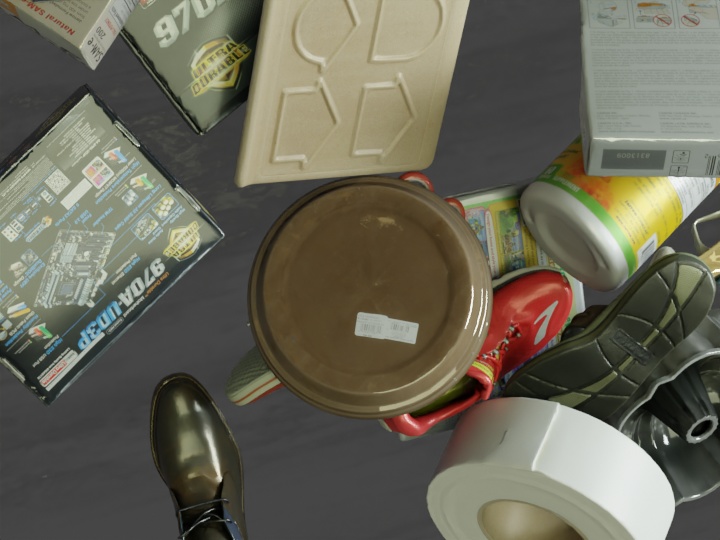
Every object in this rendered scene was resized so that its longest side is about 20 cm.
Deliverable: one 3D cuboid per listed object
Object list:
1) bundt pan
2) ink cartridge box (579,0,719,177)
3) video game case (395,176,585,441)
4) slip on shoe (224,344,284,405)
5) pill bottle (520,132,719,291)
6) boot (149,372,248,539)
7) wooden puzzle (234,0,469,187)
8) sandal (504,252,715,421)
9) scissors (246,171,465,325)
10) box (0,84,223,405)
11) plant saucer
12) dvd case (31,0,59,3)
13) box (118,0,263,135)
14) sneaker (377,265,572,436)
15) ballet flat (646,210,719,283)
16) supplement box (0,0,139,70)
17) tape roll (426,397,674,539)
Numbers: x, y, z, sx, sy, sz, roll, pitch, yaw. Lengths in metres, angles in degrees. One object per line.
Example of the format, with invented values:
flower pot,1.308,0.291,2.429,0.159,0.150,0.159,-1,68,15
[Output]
bundt pan,0.275,0.111,1.587,0.200,0.076,0.203,-18,138,-17
ink cartridge box,0.254,-0.159,1.484,0.158,0.201,0.048,0,137,2
video game case,0.104,0.031,1.579,0.180,0.022,0.202,-12,106,-12
slip on shoe,-0.019,0.066,1.519,0.198,0.074,0.062,-26,113,1
pill bottle,0.235,-0.088,1.527,0.200,0.111,0.111,-44,111,-16
boot,-0.122,0.187,1.516,0.074,0.097,0.202,-17,108,-10
wooden puzzle,-0.009,-0.162,1.451,0.198,0.046,0.187,-10,126,-33
sandal,0.205,0.057,1.501,0.200,0.057,0.080,-40,111,16
scissors,0.000,0.000,1.524,0.200,0.014,0.073,-43,113,-2
box,-0.232,-0.019,1.452,0.200,0.046,0.159,-44,111,-1
plant saucer,0.007,0.017,1.473,0.197,0.029,0.203,-1,75,2
dvd case,-0.141,-0.272,1.313,0.197,0.016,0.151,-5,86,-1
box,-0.099,-0.229,1.442,0.199,0.046,0.159,-38,110,-3
sneaker,0.102,0.075,1.531,0.199,0.085,0.077,-37,111,-3
ballet flat,0.291,-0.006,1.608,0.199,0.069,0.063,-31,82,-8
supplement box,-0.197,-0.269,1.358,0.125,0.074,0.201,33,85,4
tape roll,0.157,0.195,1.540,0.202,0.202,0.071,43,55,-20
